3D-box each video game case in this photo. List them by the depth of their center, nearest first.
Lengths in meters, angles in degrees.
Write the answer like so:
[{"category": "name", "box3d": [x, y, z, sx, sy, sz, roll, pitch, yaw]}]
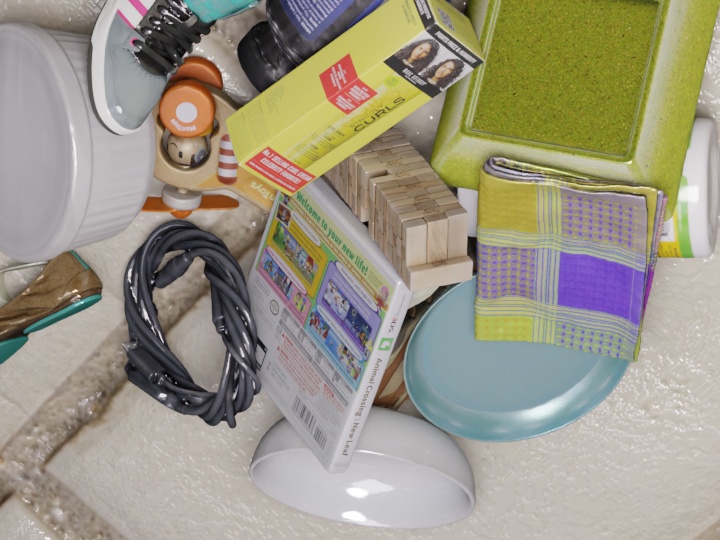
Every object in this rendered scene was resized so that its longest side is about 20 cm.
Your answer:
[{"category": "video game case", "box3d": [-0.036, 0.035, 1.594, 0.022, 0.200, 0.183, 3, 119, -34]}]

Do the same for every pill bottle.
[{"category": "pill bottle", "box3d": [-0.004, -0.217, 1.548, 0.112, 0.112, 0.200, 46, 117, -5]}, {"category": "pill bottle", "box3d": [0.184, -0.067, 1.555, 0.199, 0.111, 0.112, 1, 112, 16]}]

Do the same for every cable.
[{"category": "cable", "box3d": [-0.141, 0.048, 1.693, 0.200, 0.051, 0.164, 28, 109, 47]}]

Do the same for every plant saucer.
[{"category": "plant saucer", "box3d": [0.161, -0.153, 1.496, 0.199, 0.048, 0.201, 11, 81, 19]}, {"category": "plant saucer", "box3d": [0.132, 0.063, 1.630, 0.199, 0.027, 0.201, -6, 129, -8]}]

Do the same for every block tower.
[{"category": "block tower", "box3d": [0.027, -0.060, 1.534, 0.054, 0.200, 0.058, -12, 125, -17]}]

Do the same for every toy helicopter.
[{"category": "toy helicopter", "box3d": [-0.113, -0.079, 1.662, 0.200, 0.079, 0.132, 34, 111, -13]}]

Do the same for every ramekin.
[{"category": "ramekin", "box3d": [-0.253, -0.110, 1.634, 0.202, 0.094, 0.204, 12, 105, 50]}]

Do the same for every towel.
[{"category": "towel", "box3d": [0.158, -0.005, 1.512, 0.143, 0.023, 0.201, 10, 137, 9]}]

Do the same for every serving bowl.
[{"category": "serving bowl", "box3d": [0.005, 0.163, 1.693, 0.199, 0.066, 0.200, 8, 156, 4]}]

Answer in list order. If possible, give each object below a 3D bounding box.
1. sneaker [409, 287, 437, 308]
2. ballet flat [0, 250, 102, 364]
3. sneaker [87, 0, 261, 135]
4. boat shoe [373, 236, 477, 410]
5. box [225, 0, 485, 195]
[{"category": "sneaker", "box3d": [-0.001, 0.000, 1.635, 0.076, 0.112, 0.200, 11, 130, -33]}, {"category": "ballet flat", "box3d": [-0.325, 0.038, 1.782, 0.200, 0.068, 0.073, -32, 80, 25]}, {"category": "sneaker", "box3d": [-0.139, -0.204, 1.547, 0.120, 0.201, 0.084, -4, 155, 42]}, {"category": "boat shoe", "box3d": [0.052, 0.049, 1.671, 0.074, 0.076, 0.200, 26, 124, -26]}, {"category": "box", "box3d": [-0.006, -0.140, 1.508, 0.200, 0.050, 0.075, -32, 144, 21]}]
